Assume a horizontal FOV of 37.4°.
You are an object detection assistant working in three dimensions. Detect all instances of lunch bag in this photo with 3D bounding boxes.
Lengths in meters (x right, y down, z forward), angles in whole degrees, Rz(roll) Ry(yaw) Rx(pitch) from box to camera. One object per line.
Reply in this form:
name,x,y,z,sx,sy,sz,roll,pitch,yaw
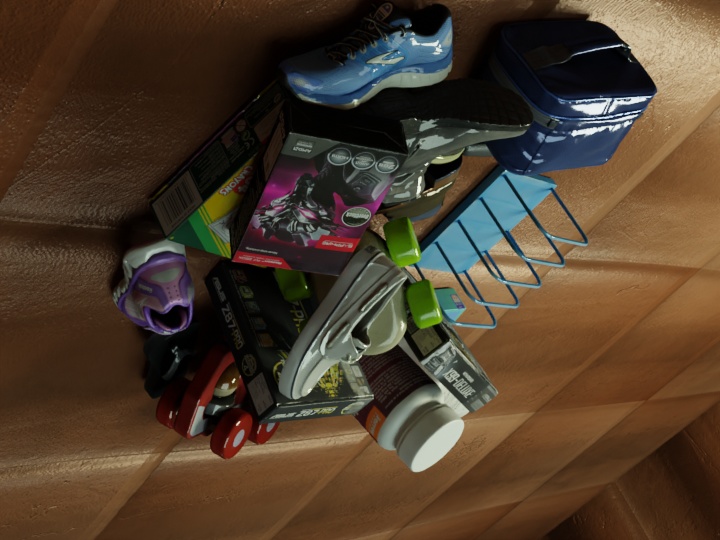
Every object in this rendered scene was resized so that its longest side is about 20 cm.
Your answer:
lunch bag,0.235,-0.203,1.201,0.199,0.136,0.133,-12,149,-32

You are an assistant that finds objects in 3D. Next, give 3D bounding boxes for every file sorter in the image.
file sorter,0.193,-0.027,1.474,0.138,0.123,0.200,7,135,-50

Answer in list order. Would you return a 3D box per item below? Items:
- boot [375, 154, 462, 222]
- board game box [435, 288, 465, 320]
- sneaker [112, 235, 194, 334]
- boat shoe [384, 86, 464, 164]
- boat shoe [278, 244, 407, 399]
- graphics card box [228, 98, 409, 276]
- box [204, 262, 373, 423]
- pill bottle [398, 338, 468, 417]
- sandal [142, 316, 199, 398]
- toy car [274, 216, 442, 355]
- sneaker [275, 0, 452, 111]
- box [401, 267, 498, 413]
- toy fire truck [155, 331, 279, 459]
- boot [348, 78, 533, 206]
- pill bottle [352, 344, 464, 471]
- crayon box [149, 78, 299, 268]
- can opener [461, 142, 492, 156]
boot,0.032,-0.079,1.283,0.199,0.075,0.097,-21,149,-20
board game box,0.043,0.094,1.614,0.199,0.045,0.152,-2,141,-41
sneaker,-0.224,0.036,1.190,0.080,0.089,0.200,-22,166,-21
boat shoe,0.061,-0.168,1.162,0.199,0.073,0.065,5,142,-48
boat shoe,-0.018,0.070,1.180,0.200,0.066,0.072,-56,163,10
graphics card box,-0.046,-0.077,1.069,0.125,0.051,0.200,9,139,-21
box,-0.088,0.086,1.305,0.161,0.201,0.049,5,142,-46
pill bottle,0.107,0.169,1.628,0.114,0.115,0.200,-36,153,11
sandal,-0.234,0.115,1.357,0.076,0.043,0.200,-33,163,-25
toy car,0.000,0.000,1.303,0.163,0.158,0.200,-18,-162,7
sneaker,0.006,-0.220,1.039,0.199,0.079,0.089,-22,141,-27
box,0.091,0.079,1.427,0.050,0.200,0.158,-38,135,6
toy fire truck,-0.166,0.138,1.382,0.200,0.112,0.169,-11,123,-65
boot,0.073,-0.130,1.118,0.199,0.070,0.132,-1,140,-10
pill bottle,0.041,0.172,1.460,0.114,0.200,0.114,-32,149,-22
crayon box,-0.096,-0.097,1.145,0.200,0.058,0.172,-40,151,20
can opener,0.201,-0.165,1.313,0.199,0.064,0.079,-12,148,-32
